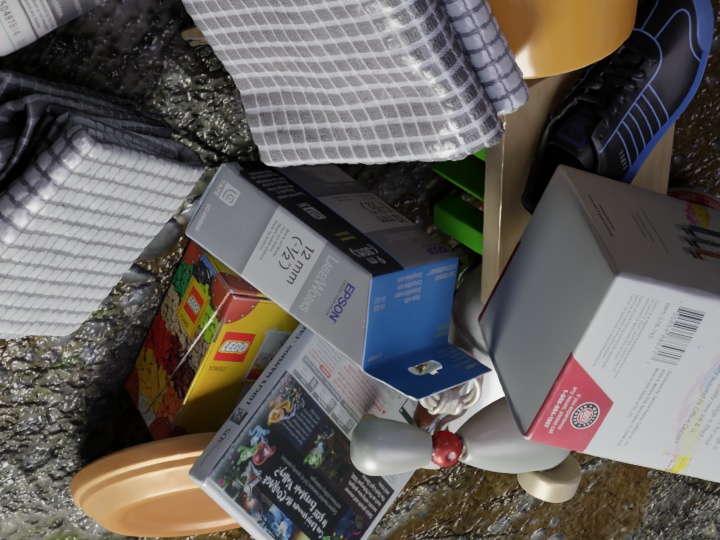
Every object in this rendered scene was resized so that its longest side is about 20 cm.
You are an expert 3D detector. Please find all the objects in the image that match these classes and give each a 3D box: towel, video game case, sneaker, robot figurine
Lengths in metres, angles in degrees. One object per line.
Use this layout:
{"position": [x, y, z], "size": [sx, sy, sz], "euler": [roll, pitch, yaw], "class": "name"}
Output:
{"position": [-0.015, -0.145, 1.025], "size": [0.086, 0.200, 0.166], "euler": [-55, 126, -30], "class": "towel"}
{"position": [-0.024, 0.130, 1.263], "size": [0.182, 0.023, 0.200], "euler": [-53, 139, -15], "class": "video game case"}
{"position": [0.182, -0.117, 1.189], "size": [0.078, 0.070, 0.200], "euler": [-1, 120, -56], "class": "sneaker"}
{"position": [-0.206, -0.038, 1.065], "size": [0.166, 0.086, 0.200], "euler": [-48, 165, 11], "class": "towel"}
{"position": [0.128, 0.069, 1.401], "size": [0.170, 0.113, 0.200], "euler": [-26, 138, -37], "class": "robot figurine"}

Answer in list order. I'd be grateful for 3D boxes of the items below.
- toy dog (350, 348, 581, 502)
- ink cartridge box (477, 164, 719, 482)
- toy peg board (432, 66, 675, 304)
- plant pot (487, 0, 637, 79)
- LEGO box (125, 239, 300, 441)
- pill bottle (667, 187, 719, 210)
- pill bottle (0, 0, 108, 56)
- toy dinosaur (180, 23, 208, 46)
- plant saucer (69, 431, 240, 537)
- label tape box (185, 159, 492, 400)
{"position": [0.087, 0.113, 1.284], "size": [0.200, 0.096, 0.132], "euler": [21, 111, -29], "class": "toy dog"}
{"position": [0.213, 0.042, 1.167], "size": [0.200, 0.145, 0.145], "euler": [15, 119, -20], "class": "ink cartridge box"}
{"position": [0.145, -0.107, 1.298], "size": [0.199, 0.098, 0.200], "euler": [-31, 138, -30], "class": "toy peg board"}
{"position": [0.101, -0.229, 1.047], "size": [0.200, 0.200, 0.183], "euler": [-23, 123, -15], "class": "plant pot"}
{"position": [-0.059, 0.063, 1.300], "size": [0.200, 0.077, 0.149], "euler": [8, 121, -37], "class": "LEGO box"}
{"position": [0.260, 0.014, 1.370], "size": [0.112, 0.200, 0.113], "euler": [5, 114, 10], "class": "pill bottle"}
{"position": [-0.153, -0.219, 0.977], "size": [0.200, 0.113, 0.113], "euler": [-30, 136, -7], "class": "pill bottle"}
{"position": [-0.019, -0.181, 1.137], "size": [0.200, 0.058, 0.101], "euler": [-32, 135, -7], "class": "toy dinosaur"}
{"position": [-0.125, 0.172, 1.306], "size": [0.200, 0.038, 0.200], "euler": [-9, 159, -3], "class": "plant saucer"}
{"position": [0.000, 0.000, 1.147], "size": [0.066, 0.200, 0.143], "euler": [-61, 160, 19], "class": "label tape box"}
